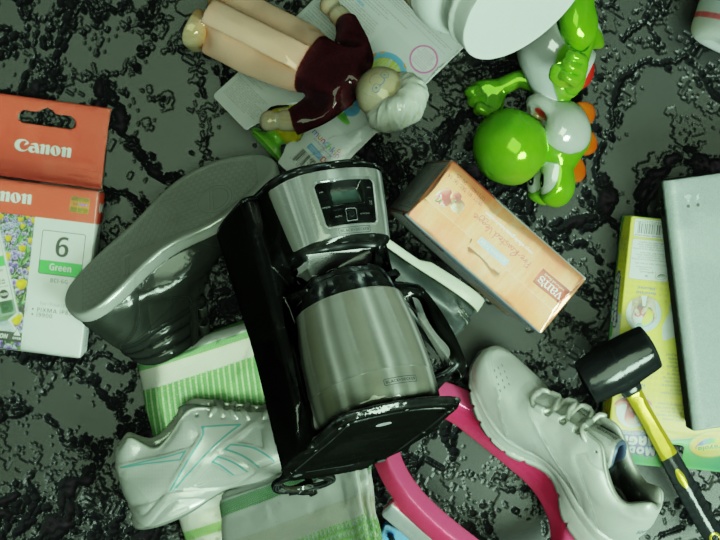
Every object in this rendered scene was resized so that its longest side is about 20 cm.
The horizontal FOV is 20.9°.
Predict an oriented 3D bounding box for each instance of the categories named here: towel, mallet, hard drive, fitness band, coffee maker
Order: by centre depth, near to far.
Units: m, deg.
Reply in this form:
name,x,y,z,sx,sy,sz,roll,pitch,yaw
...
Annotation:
name,x,y,z,sx,sy,sz,roll,pitch,yaw
coffee maker,-0.035,0.043,1.450,0.191,0.134,0.202,-30,67,34
towel,-0.038,0.253,1.520,0.148,0.031,0.202,-22,67,31
fitness band,0.092,0.173,1.557,0.200,0.144,0.037,40,136,-5
hard drive,0.317,0.019,1.560,0.138,0.033,0.202,-8,93,-4
mallet,0.251,0.137,1.561,0.066,0.041,0.201,-37,97,3
towel,-0.089,0.144,1.599,0.151,0.023,0.202,-18,95,0

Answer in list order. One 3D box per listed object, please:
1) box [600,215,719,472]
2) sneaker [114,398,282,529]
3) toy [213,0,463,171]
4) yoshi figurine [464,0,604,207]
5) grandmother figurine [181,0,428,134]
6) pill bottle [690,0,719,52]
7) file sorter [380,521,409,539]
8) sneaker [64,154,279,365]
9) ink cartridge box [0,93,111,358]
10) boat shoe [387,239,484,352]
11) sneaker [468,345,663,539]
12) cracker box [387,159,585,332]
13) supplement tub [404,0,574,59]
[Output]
name,x,y,z,sx,sy,sz,roll,pitch,yaw
box,0.262,0.061,1.597,0.116,0.048,0.202,6,91,-3
sneaker,-0.104,0.134,1.552,0.199,0.070,0.081,-23,92,1
toy,-0.008,-0.164,1.567,0.200,0.047,0.115,-44,81,-10
yoshi figurine,0.136,-0.151,1.554,0.111,0.112,0.202,2,95,8
grandmother figurine,-0.040,-0.159,1.512,0.199,0.061,0.122,24,86,16
pill bottle,0.343,-0.265,1.550,0.108,0.109,0.202,19,92,-3
file sorter,0.081,0.318,1.565,0.199,0.123,0.140,26,92,-4
sneaker,-0.134,-0.006,1.559,0.200,0.071,0.099,-40,134,-6
ink cartridge box,-0.263,-0.037,1.565,0.108,0.050,0.202,7,94,-3
boat shoe,0.000,0.000,1.568,0.198,0.074,0.066,31,84,-10
sneaker,0.168,0.133,1.557,0.200,0.087,0.074,47,50,7
cracker box,0.093,-0.022,1.507,0.134,0.200,0.058,41,91,-4
supplement tub,0.070,-0.273,1.488,0.144,0.144,0.200,-38,66,0
